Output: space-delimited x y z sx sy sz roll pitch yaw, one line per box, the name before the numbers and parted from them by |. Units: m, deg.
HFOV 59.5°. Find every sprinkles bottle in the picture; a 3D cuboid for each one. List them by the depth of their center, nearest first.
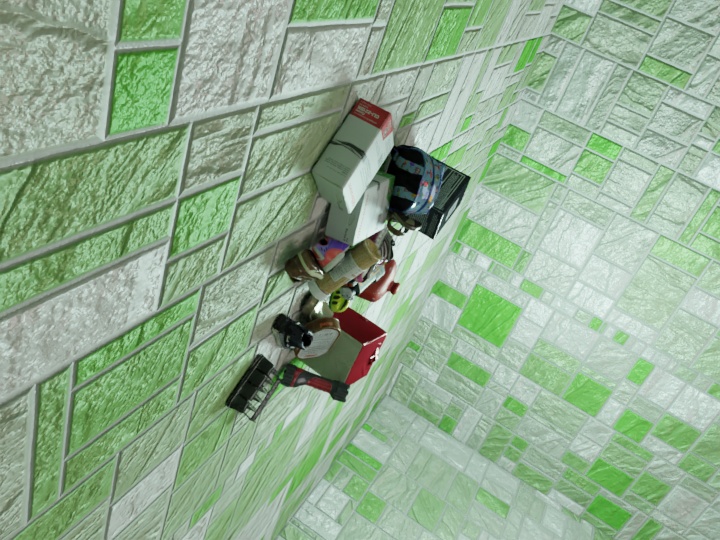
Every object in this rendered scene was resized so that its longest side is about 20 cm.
sprinkles bottle | -0.043 -0.002 1.601 0.199 0.069 0.068 -35 175 21

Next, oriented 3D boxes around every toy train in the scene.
toy train | 0.000 0.000 1.762 0.200 0.084 0.115 -43 128 -48

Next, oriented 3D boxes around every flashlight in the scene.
flashlight | -0.131 0.332 1.830 0.068 0.198 0.068 141 -30 -83

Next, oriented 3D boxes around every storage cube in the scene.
storage cube | -0.051 0.235 1.958 0.179 0.199 0.172 -13 132 -63

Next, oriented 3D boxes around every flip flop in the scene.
flip flop | 0.097 -0.120 1.649 0.058 0.080 0.200 -68 -157 2

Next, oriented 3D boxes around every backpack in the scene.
backpack | 0.145 -0.230 1.657 0.200 0.133 0.185 33 -73 64

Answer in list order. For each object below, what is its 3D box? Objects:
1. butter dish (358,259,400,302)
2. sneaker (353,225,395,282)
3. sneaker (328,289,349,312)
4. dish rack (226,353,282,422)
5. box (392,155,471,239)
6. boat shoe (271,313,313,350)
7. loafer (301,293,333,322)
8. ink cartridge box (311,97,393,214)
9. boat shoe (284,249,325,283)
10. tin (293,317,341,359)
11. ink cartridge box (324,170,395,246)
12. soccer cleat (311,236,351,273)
butter dish | 0.057 0.025 1.980 0.201 0.147 0.200 -59 176 -12
sneaker | 0.044 -0.035 1.685 0.073 0.087 0.201 -20 -145 42
sneaker | -0.048 0.027 1.847 0.083 0.074 0.202 -12 -131 61
dish rack | -0.267 0.314 1.638 0.154 0.054 0.200 -55 167 -17
box | 0.193 -0.232 1.888 0.200 0.197 0.124 -49 165 -37
boat shoe | -0.167 0.181 1.641 0.075 0.092 0.200 -57 165 -13
loafer | -0.113 0.117 1.759 0.076 0.068 0.200 -57 166 -14
ink cartridge box | -0.013 -0.245 1.372 0.201 0.083 0.144 -59 167 -12
boat shoe | -0.136 -0.006 1.472 0.074 0.075 0.202 -29 170 1
tin | -0.124 0.194 1.768 0.111 0.042 0.200 0 148 -23
ink cartridge box | 0.002 -0.161 1.556 0.200 0.083 0.148 -33 140 -61
soccer cleat | -0.069 -0.060 1.544 0.068 0.073 0.200 -38 -170 20
